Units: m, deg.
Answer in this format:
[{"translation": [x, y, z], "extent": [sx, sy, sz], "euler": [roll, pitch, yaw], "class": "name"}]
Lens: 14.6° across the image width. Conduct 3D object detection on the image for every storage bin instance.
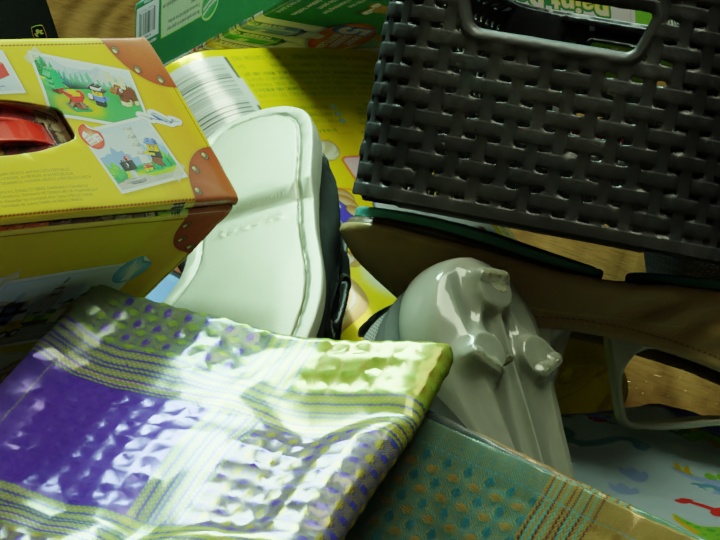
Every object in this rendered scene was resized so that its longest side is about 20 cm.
[{"translation": [0.090, -0.056, 1.051], "extent": [0.134, 0.094, 0.200], "euler": [11, 1, 17], "class": "storage bin"}]

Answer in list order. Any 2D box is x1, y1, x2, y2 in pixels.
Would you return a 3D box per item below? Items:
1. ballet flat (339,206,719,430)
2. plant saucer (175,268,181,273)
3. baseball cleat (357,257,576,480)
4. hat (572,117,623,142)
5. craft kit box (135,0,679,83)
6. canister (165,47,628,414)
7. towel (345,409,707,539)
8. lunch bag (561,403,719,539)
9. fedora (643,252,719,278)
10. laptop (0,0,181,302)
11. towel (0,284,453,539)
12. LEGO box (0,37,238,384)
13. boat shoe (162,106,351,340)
[{"translation": [0.086, 0.023, 1.021], "extent": [0.199, 0.063, 0.069], "euler": [11, -1, -5], "class": "ballet flat"}, {"translation": [-0.145, 0.003, 1.300], "extent": [0.199, 0.033, 0.200], "euler": [10, 17, -3], "class": "plant saucer"}, {"translation": [0.038, 0.099, 0.955], "extent": [0.069, 0.106, 0.201], "euler": [12, 57, -34], "class": "baseball cleat"}, {"translation": [0.022, -0.067, 1.319], "extent": [0.199, 0.177, 0.166], "euler": [23, 13, -20], "class": "hat"}, {"translation": [0.025, -0.110, 1.265], "extent": [0.196, 0.049, 0.200], "euler": [5, -11, -27], "class": "craft kit box"}, {"translation": [0.000, 0.000, 1.166], "extent": [0.148, 0.087, 0.200], "euler": [-3, 46, -38], "class": "canister"}, {"translation": [0.053, 0.133, 0.849], "extent": [0.199, 0.147, 0.022], "euler": [22, -24, 31], "class": "towel"}, {"translation": [0.132, 0.116, 1.012], "extent": [0.160, 0.083, 0.200], "euler": [0, 20, -42], "class": "lunch bag"}, {"translation": [0.219, -0.026, 1.521], "extent": [0.199, 0.092, 0.201], "euler": [10, 16, -3], "class": "fedora"}, {"translation": [-0.136, -0.028, 1.174], "extent": [0.103, 0.201, 0.177], "euler": [-17, 2, 40], "class": "laptop"}, {"translation": [-0.070, 0.067, 0.868], "extent": [0.143, 0.023, 0.200], "euler": [11, 35, 26], "class": "towel"}, {"translation": [-0.164, -0.004, 0.948], "extent": [0.199, 0.149, 0.077], "euler": [-7, 60, -52], "class": "LEGO box"}, {"translation": [-0.037, 0.023, 1.015], "extent": [0.074, 0.066, 0.200], "euler": [-17, 35, 12], "class": "boat shoe"}]
